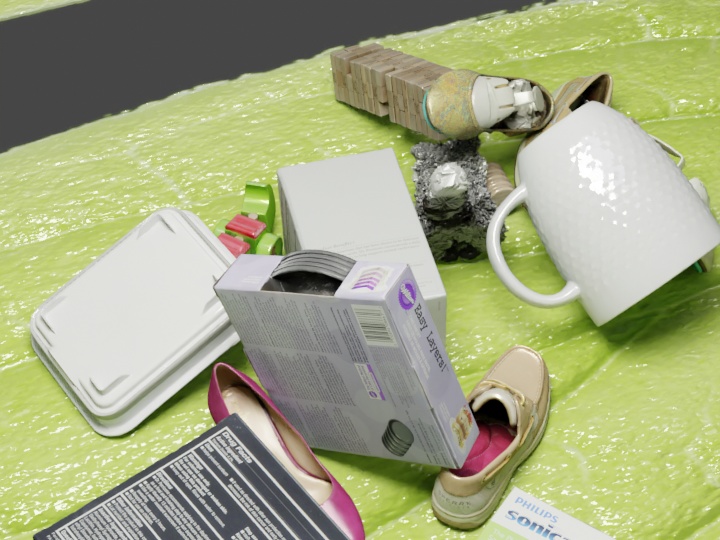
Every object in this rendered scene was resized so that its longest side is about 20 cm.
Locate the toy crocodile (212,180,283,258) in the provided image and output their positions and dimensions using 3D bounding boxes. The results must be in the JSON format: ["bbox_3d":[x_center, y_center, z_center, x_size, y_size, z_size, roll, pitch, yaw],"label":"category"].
[{"bbox_3d":[-0.130,-0.005,1.645,0.067,0.062,0.201,18,50,16],"label":"toy crocodile"}]

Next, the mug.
[{"bbox_3d":[0.211,-0.047,1.593,0.199,0.148,0.176,-34,85,-7],"label":"mug"}]

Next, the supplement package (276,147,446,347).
[{"bbox_3d":[0.000,0.000,1.603,0.116,0.118,0.201,-11,48,-8],"label":"supplement package"}]

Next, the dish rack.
[{"bbox_3d":[-0.203,0.037,1.575,0.200,0.044,0.172,-40,57,-7],"label":"dish rack"}]

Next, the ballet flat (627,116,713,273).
[{"bbox_3d":[0.308,-0.082,1.711,0.069,0.070,0.200,-20,51,-19],"label":"ballet flat"}]

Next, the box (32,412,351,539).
[{"bbox_3d":[-0.119,0.256,1.357,0.198,0.124,0.200,-30,56,-24],"label":"box"}]

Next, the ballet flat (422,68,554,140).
[{"bbox_3d":[0.132,-0.164,1.672,0.070,0.071,0.199,31,18,26],"label":"ballet flat"}]

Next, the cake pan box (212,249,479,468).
[{"bbox_3d":[-0.013,0.074,1.444,0.183,0.201,0.052,1,40,36],"label":"cake pan box"}]

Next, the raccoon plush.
[{"bbox_3d":[0.095,-0.098,1.647,0.096,0.200,0.135,-1,66,-8],"label":"raccoon plush"}]

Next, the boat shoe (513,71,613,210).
[{"bbox_3d":[0.213,-0.138,1.748,0.072,0.076,0.201,38,47,-19],"label":"boat shoe"}]

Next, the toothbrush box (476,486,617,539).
[{"bbox_3d":[0.133,0.293,1.351,0.145,0.086,0.200,25,52,22],"label":"toothbrush box"}]

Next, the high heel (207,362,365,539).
[{"bbox_3d":[-0.068,0.165,1.458,0.067,0.096,0.200,-39,54,-16],"label":"high heel"}]

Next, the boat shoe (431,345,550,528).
[{"bbox_3d":[0.121,0.134,1.511,0.073,0.070,0.201,16,49,15],"label":"boat shoe"}]

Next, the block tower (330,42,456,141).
[{"bbox_3d":[0.043,-0.189,1.773,0.054,0.058,0.200,-21,29,-26],"label":"block tower"}]

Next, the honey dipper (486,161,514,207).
[{"bbox_3d":[0.111,-0.134,1.786,0.038,0.038,0.201,-13,46,-13],"label":"honey dipper"}]
